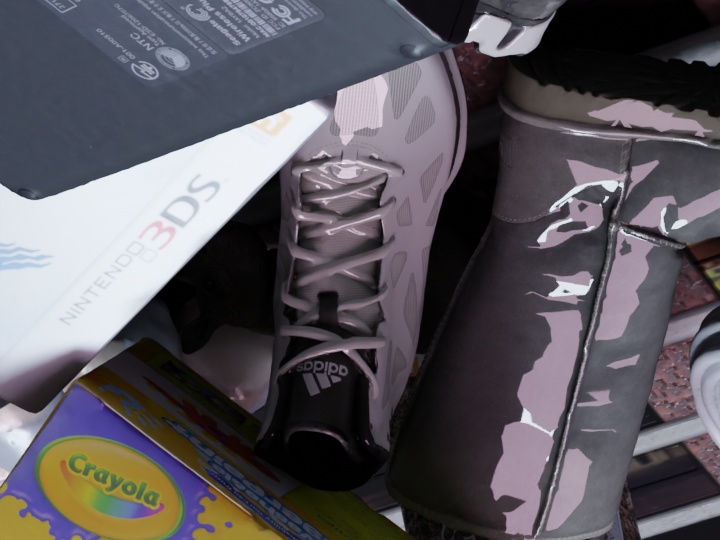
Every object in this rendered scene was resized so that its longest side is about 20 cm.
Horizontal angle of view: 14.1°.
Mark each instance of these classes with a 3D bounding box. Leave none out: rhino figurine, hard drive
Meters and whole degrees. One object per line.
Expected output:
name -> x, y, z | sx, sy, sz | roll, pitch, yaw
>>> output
rhino figurine -> -0.003, 0.002, 1.188 | 0.199, 0.060, 0.088 | 1, 148, -19
hard drive -> -0.082, -0.087, 0.837 | 0.139, 0.033, 0.199 | 38, 145, -30

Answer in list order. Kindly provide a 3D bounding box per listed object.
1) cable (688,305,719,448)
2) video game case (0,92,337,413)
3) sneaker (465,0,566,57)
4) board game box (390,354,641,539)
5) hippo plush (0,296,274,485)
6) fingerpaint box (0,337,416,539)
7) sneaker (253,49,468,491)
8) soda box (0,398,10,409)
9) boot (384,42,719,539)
cable -> 0.228, 0.070, 1.203 | 0.069, 0.199, 0.200 | -52, 144, -16
video game case -> -0.139, -0.049, 0.959 | 0.199, 0.022, 0.182 | 30, 127, -24
sneaker -> 0.013, -0.124, 0.935 | 0.199, 0.067, 0.090 | 9, 145, -43
board game box -> 0.072, 0.117, 1.289 | 0.096, 0.201, 0.160 | -13, 155, 2
hippo plush -> -0.101, 0.117, 1.264 | 0.158, 0.162, 0.200 | -6, 154, -11
fingerpaint box -> -0.035, 0.119, 1.097 | 0.074, 0.200, 0.167 | -53, 179, 6
sneaker -> 0.000, 0.000, 1.064 | 0.075, 0.116, 0.201 | 2, 131, 0
soda box -> -0.192, 0.042, 1.088 | 0.068, 0.064, 0.200 | -16, -177, 13
boot -> 0.112, 0.019, 1.135 | 0.180, 0.073, 0.201 | 10, 113, 1
